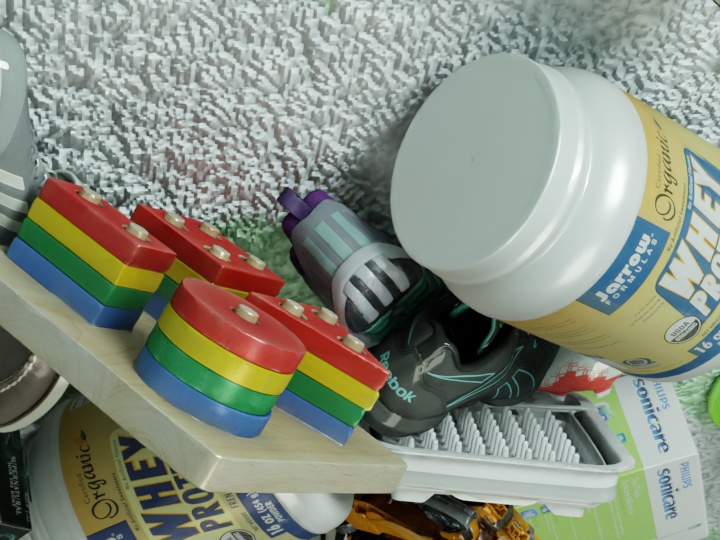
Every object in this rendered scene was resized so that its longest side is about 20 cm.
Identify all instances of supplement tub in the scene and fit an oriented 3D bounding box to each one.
[{"bbox_3d":[-0.120,0.131,0.976,0.200,0.145,0.144,-24,142,13],"label":"supplement tub"},{"bbox_3d":[0.129,-0.028,0.850,0.200,0.145,0.145,22,131,-39],"label":"supplement tub"}]

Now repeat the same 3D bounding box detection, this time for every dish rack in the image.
[{"bbox_3d":[0.075,0.111,0.969,0.171,0.200,0.044,7,98,-4],"label":"dish rack"}]

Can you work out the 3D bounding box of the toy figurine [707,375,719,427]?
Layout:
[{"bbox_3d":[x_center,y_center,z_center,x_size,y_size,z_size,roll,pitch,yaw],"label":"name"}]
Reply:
[{"bbox_3d":[0.371,0.139,1.113,0.150,0.184,0.200,7,138,-26],"label":"toy figurine"}]

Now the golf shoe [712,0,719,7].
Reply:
[{"bbox_3d":[0.163,-0.188,0.702,0.077,0.088,0.200,-29,140,22],"label":"golf shoe"}]

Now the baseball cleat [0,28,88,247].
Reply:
[{"bbox_3d":[-0.183,-0.056,0.794,0.106,0.070,0.200,-7,150,-32],"label":"baseball cleat"}]

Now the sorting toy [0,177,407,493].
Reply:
[{"bbox_3d":[-0.080,0.031,0.785,0.070,0.199,0.200,-59,153,7],"label":"sorting toy"}]

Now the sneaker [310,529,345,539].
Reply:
[{"bbox_3d":[-0.049,0.236,1.097,0.073,0.112,0.200,-19,179,20],"label":"sneaker"}]

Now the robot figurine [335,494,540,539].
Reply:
[{"bbox_3d":[0.043,0.172,1.026,0.200,0.058,0.145,5,141,51],"label":"robot figurine"}]

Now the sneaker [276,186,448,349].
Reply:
[{"bbox_3d":[0.000,0.000,0.927,0.074,0.088,0.200,-41,165,-6],"label":"sneaker"}]

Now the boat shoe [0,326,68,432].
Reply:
[{"bbox_3d":[-0.232,0.052,0.859,0.059,0.072,0.200,22,158,-38],"label":"boat shoe"}]

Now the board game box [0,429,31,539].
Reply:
[{"bbox_3d":[-0.285,0.146,0.952,0.200,0.135,0.028,-36,141,27],"label":"board game box"}]

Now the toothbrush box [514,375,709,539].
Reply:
[{"bbox_3d":[0.158,0.169,1.165,0.200,0.086,0.146,-17,142,5],"label":"toothbrush box"}]

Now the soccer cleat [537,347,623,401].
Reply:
[{"bbox_3d":[0.192,0.025,1.012,0.200,0.069,0.085,-16,130,3],"label":"soccer cleat"}]

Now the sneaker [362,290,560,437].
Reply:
[{"bbox_3d":[0.078,0.044,0.919,0.200,0.075,0.079,-23,161,-51],"label":"sneaker"}]
